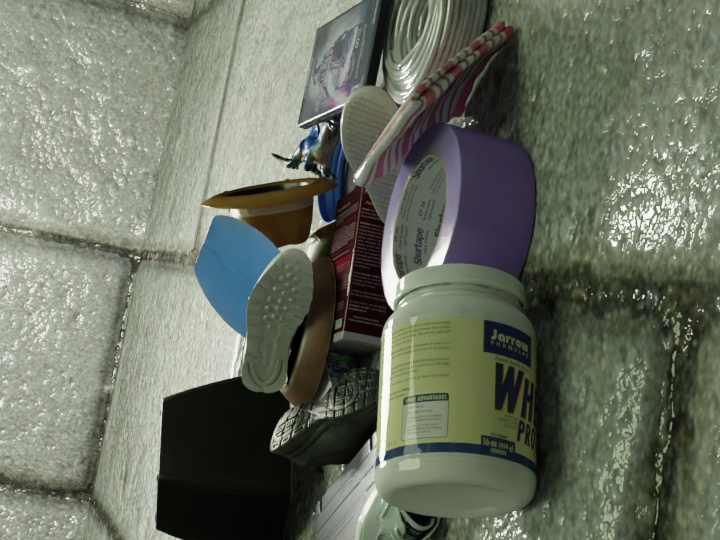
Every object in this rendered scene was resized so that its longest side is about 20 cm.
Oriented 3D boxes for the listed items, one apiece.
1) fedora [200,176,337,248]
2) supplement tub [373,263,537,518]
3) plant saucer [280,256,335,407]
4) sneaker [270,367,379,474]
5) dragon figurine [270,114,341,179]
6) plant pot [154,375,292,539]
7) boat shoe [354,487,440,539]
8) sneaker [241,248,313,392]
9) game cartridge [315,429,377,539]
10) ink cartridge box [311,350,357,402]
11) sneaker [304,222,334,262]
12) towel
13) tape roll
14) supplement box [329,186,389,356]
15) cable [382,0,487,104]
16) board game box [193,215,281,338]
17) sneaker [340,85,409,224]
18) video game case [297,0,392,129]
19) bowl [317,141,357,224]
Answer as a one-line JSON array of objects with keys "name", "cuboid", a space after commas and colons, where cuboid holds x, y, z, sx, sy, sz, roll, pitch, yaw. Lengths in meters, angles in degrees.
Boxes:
[{"name": "fedora", "cuboid": [-0.118, -0.073, 1.697, 0.200, 0.199, 0.082, -161, 60, -71]}, {"name": "supplement tub", "cuboid": [0.088, 0.110, 1.142, 0.145, 0.144, 0.201, 136, 142, -59]}, {"name": "plant saucer", "cuboid": [-0.075, 0.079, 1.634, 0.200, 0.034, 0.202, -169, 90, -77]}, {"name": "sneaker", "cuboid": [-0.016, 0.183, 1.515, 0.200, 0.091, 0.076, -31, 29, 37]}, {"name": "dragon figurine", "cuboid": [-0.060, -0.184, 1.759, 0.200, 0.058, 0.100, 18, 93, 67]}, {"name": "plant pot", "cuboid": [-0.192, 0.269, 1.742, 0.201, 0.176, 0.200, 101, 168, -48]}, {"name": "boat shoe", "cuboid": [0.048, 0.244, 1.288, 0.072, 0.070, 0.202, -122, 50, -69]}, {"name": "sneaker", "cuboid": [-0.108, 0.053, 1.578, 0.081, 0.076, 0.201, -87, 15, -62]}, {"name": "game cartridge", "cuboid": [-0.004, 0.289, 1.470, 0.200, 0.038, 0.130, 124, 148, -47]}, {"name": "ink cartridge box", "cuboid": [-0.046, 0.146, 1.653, 0.200, 0.050, 0.110, -107, 34, -57]}, {"name": "sneaker", "cuboid": [-0.054, 0.013, 1.754, 0.200, 0.067, 0.090, -42, 55, 53]}, {"name": "towel", "cuboid": [0.081, -0.176, 1.349, 0.200, 0.030, 0.147, -43, -7, -40]}, {"name": "tape roll", "cuboid": [0.097, -0.045, 1.306, 0.200, 0.084, 0.202, -167, 90, -71]}, {"name": "supplement box", "cuboid": [0.000, 0.000, 1.590, 0.109, 0.060, 0.202, 153, 126, -69]}, {"name": "cable", "cuboid": [0.086, -0.293, 1.515, 0.200, 0.069, 0.202, -179, 100, -70]}, {"name": "board game box", "cuboid": [-0.139, 0.006, 1.661, 0.039, 0.158, 0.200, -39, -14, -39]}, {"name": "sneaker", "cuboid": [0.028, -0.152, 1.483, 0.105, 0.075, 0.201, -85, -20, -46]}, {"name": "video game case", "cuboid": [-0.022, -0.269, 1.635, 0.200, 0.019, 0.144, -10, 67, 62]}, {"name": "bowl", "cuboid": [-0.008, -0.159, 1.746, 0.200, 0.039, 0.202, -167, 90, -71]}]
